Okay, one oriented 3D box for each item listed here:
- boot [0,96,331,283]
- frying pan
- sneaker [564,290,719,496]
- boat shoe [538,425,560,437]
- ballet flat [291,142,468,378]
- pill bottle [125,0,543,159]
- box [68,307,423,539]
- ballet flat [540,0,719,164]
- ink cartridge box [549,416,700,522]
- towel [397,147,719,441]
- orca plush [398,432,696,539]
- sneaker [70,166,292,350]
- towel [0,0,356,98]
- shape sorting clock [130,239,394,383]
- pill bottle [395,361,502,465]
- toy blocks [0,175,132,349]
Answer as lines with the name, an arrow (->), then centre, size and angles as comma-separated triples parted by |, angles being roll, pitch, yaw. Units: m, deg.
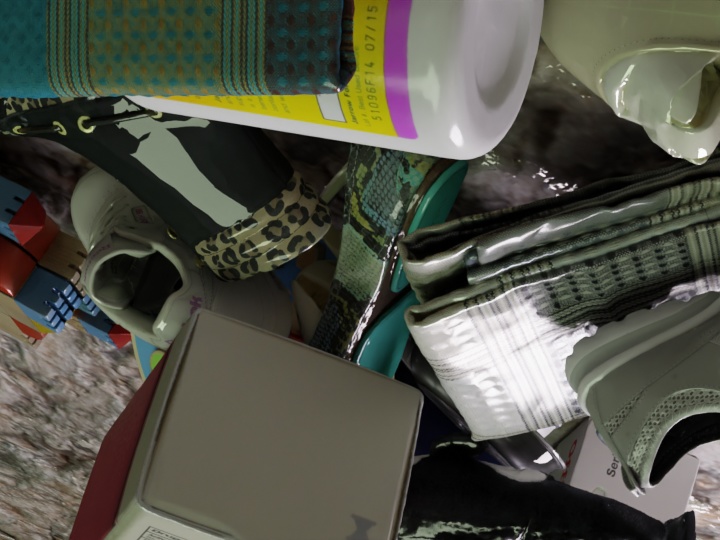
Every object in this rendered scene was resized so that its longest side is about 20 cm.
boot -> -0.118, -0.058, 0.807 | 0.203, 0.074, 0.154 | -13, 121, 48
frying pan -> 0.043, 0.054, 0.913 | 0.190, 0.031, 0.115 | 43, 174, -7
sneaker -> 0.194, 0.039, 0.718 | 0.200, 0.082, 0.075 | -29, 147, 22
boat shoe -> 0.097, 0.033, 0.892 | 0.071, 0.070, 0.200 | 57, -179, 33
ballet flat -> 0.000, 0.000, 0.831 | 0.074, 0.074, 0.200 | 21, 127, 1
pill bottle -> -0.036, -0.108, 0.632 | 0.200, 0.104, 0.104 | 11, 155, 22
box -> -0.068, 0.121, 0.833 | 0.128, 0.109, 0.200 | 22, 149, -13
ballet flat -> 0.153, -0.068, 0.609 | 0.200, 0.070, 0.069 | 10, 155, 25
ink cartridge box -> 0.148, 0.203, 1.114 | 0.084, 0.146, 0.200 | 22, 158, -1
towel -> 0.125, 0.019, 0.759 | 0.192, 0.035, 0.200 | -15, 148, 8
orca plush -> 0.077, 0.157, 0.870 | 0.200, 0.071, 0.105 | 19, 127, 7
sneaker -> -0.117, -0.015, 0.878 | 0.099, 0.075, 0.200 | 17, -166, -43
towel -> -0.085, -0.136, 0.583 | 0.200, 0.147, 0.022 | 4, -176, 32
shape sorting clock -> -0.065, 0.048, 0.951 | 0.200, 0.201, 0.039 | 4, -166, 36
pill bottle -> 0.019, 0.113, 1.003 | 0.200, 0.111, 0.111 | 45, 162, 14
toy blocks -> -0.216, -0.006, 0.992 | 0.136, 0.100, 0.200 | 25, 160, 21
